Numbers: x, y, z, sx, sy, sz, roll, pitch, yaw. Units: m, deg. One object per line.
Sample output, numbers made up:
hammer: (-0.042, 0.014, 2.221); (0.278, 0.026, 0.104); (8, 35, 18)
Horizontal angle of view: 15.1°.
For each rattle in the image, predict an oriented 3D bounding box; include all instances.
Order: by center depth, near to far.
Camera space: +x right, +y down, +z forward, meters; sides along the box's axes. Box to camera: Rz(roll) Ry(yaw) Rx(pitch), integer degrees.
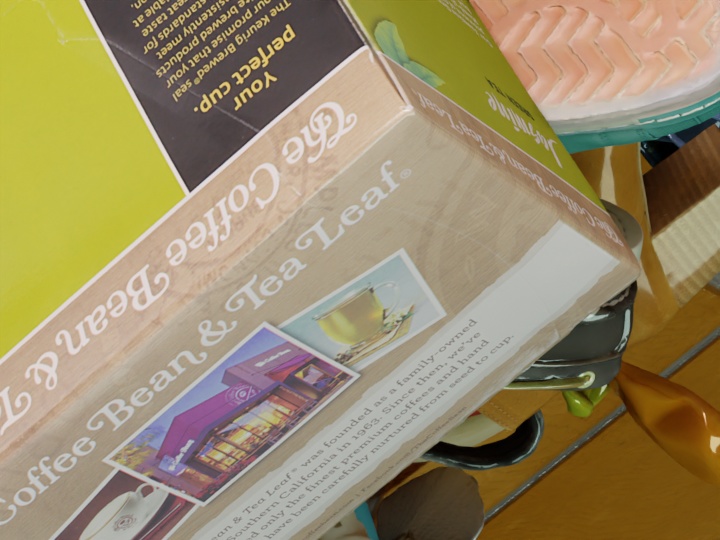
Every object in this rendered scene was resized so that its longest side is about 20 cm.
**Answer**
rattle: (0.046, 0.081, 1.181); (0.200, 0.143, 0.130); (-23, 167, -31)

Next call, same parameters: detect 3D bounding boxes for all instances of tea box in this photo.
tea box: (-0.065, -0.026, 0.786); (0.200, 0.197, 0.134); (-40, 144, 15)

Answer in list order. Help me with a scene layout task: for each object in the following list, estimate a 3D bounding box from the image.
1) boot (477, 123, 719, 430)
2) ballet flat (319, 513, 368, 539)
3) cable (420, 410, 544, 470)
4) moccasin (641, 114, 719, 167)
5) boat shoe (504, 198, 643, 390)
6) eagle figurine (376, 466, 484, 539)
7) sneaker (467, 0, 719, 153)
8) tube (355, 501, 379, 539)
boot: (0.040, -0.038, 0.955); (0.144, 0.071, 0.201); (-37, 116, 12)
ballet flat: (-0.047, 0.078, 0.917); (0.065, 0.200, 0.071); (-59, -175, -9)
cable: (-0.006, 0.054, 1.128); (0.200, 0.097, 0.050); (-22, -170, -2)
moccasin: (0.127, -0.075, 1.034); (0.068, 0.080, 0.200); (-48, 159, -1)
boat shoe: (-0.008, 0.010, 0.912); (0.201, 0.072, 0.061); (2, 118, -1)
eagle figurine: (-0.009, 0.185, 1.274); (0.200, 0.151, 0.152); (2, 134, -47)
sneaker: (0.042, -0.061, 0.865); (0.200, 0.071, 0.080); (1, 157, 34)
tube: (-0.050, 0.021, 0.964); (0.077, 0.050, 0.200); (-28, 109, -18)
